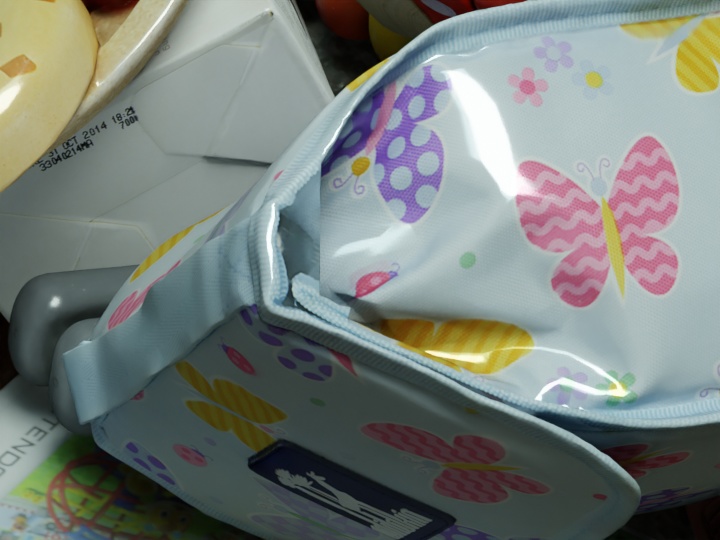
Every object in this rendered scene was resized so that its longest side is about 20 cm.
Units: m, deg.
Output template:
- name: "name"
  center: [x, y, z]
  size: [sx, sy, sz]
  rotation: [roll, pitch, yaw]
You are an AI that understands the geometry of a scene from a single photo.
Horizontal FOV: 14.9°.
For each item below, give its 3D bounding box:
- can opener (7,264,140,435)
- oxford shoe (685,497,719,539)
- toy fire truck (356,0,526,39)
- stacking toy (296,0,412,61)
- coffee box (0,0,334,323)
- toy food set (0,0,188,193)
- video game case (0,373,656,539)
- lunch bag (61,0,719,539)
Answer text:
- name: "can opener"
  center: [0.000, 0.000, 0.781]
  size: [0.199, 0.067, 0.053]
  rotation: [-5, 31, -32]
- name: "oxford shoe"
  center: [0.157, 0.104, 0.757]
  size: [0.071, 0.074, 0.200]
  rotation: [-40, 47, 2]
- name: "toy fire truck"
  center: [0.107, -0.124, 0.774]
  size: [0.199, 0.129, 0.177]
  rotation: [22, 81, 30]
- name: "stacking toy"
  center: [0.037, -0.087, 0.871]
  size: [0.199, 0.086, 0.086]
  rotation: [25, 55, 17]
- name: "coffee box"
  center: [-0.085, -0.092, 0.820]
  size: [0.114, 0.080, 0.201]
  rotation: [-26, 49, 6]
- name: "toy food set"
  center: [-0.125, -0.095, 0.756]
  size: [0.197, 0.049, 0.201]
  rotation: [19, 70, 37]
- name: "video game case"
  center: [-0.034, 0.092, 0.724]
  size: [0.199, 0.022, 0.182]
  rotation: [24, 41, 20]
- name: "lunch bag"
  center: [0.040, 0.010, 0.673]
  size: [0.199, 0.170, 0.128]
  rotation: [-7, 77, -24]
